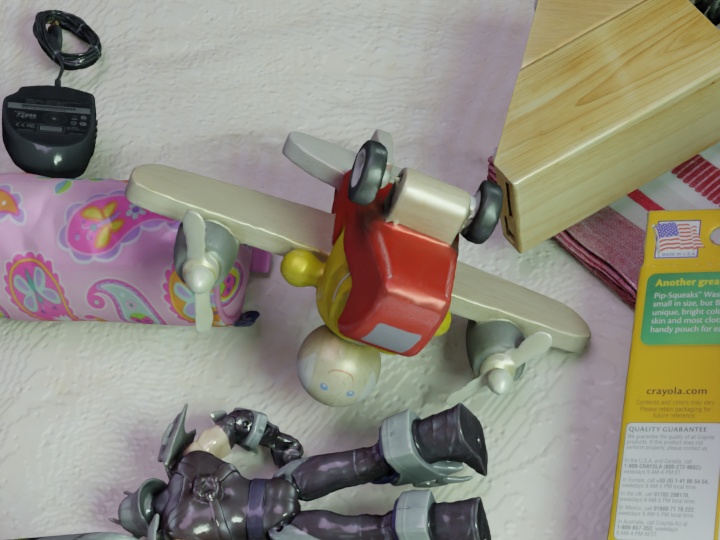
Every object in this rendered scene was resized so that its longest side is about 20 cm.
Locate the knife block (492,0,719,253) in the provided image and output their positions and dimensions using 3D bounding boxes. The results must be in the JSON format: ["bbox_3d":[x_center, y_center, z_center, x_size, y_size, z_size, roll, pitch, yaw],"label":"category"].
[{"bbox_3d":[0.177,-0.098,0.929,0.175,0.064,0.201,7,55,16],"label":"knife block"}]

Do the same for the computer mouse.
[{"bbox_3d":[-0.194,-0.111,1.053,0.058,0.034,0.200,5,33,-9],"label":"computer mouse"}]

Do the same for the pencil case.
[{"bbox_3d":[-0.156,-0.012,0.958,0.199,0.088,0.088,2,53,13],"label":"pencil case"}]

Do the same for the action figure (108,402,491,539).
[{"bbox_3d":[-0.035,0.122,0.838,0.199,0.069,0.131,-6,59,13],"label":"action figure"}]

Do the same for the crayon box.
[{"bbox_3d":[0.196,0.065,0.814,0.125,0.052,0.201,-1,59,23],"label":"crayon box"}]

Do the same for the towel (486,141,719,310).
[{"bbox_3d":[0.190,-0.073,0.962,0.200,0.023,0.144,-36,55,-15],"label":"towel"}]

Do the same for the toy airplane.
[{"bbox_3d":[0.000,0.000,0.870,0.199,0.199,0.142,24,99,31],"label":"toy airplane"}]

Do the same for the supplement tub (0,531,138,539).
[{"bbox_3d":[-0.191,0.189,0.772,0.199,0.123,0.123,-8,51,19],"label":"supplement tub"}]
